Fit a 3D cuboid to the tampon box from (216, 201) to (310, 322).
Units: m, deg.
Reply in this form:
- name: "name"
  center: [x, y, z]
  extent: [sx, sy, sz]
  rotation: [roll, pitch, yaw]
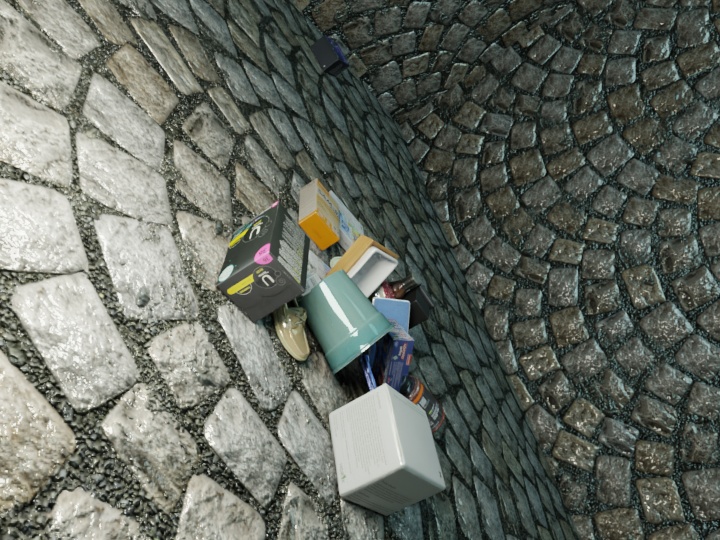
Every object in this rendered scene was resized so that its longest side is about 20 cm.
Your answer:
- name: "tampon box"
  center: [-0.206, -0.021, 1.254]
  extent: [0.127, 0.148, 0.202]
  rotation: [49, 22, -29]

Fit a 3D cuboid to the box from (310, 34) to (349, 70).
- name: "box"
  center: [-0.158, -1.123, 3.006]
  extent: [0.150, 0.103, 0.200]
  rotation: [60, 19, -1]

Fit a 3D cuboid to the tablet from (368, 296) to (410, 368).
- name: "tablet"
  center: [0.083, 0.185, 1.672]
  extent: [0.127, 0.014, 0.205]
  rotation: [7, 84, -26]

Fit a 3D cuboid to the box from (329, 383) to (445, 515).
- name: "box"
  center: [0.058, 0.405, 1.288]
  extent: [0.199, 0.169, 0.203]
  rotation: [42, 26, -42]

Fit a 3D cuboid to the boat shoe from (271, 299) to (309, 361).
- name: "boat shoe"
  center: [-0.159, 0.108, 1.319]
  extent: [0.072, 0.064, 0.203]
  rotation: [10, 53, -65]

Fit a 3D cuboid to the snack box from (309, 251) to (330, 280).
- name: "snack box"
  center: [-0.094, 0.023, 1.665]
  extent: [0.200, 0.024, 0.073]
  rotation: [44, 26, -41]

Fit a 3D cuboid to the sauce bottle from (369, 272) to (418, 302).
- name: "sauce bottle"
  center: [0.093, 0.075, 1.804]
  extent: [0.066, 0.198, 0.067]
  rotation: [50, 19, -25]

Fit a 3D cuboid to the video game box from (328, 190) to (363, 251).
- name: "video game box"
  center: [-0.055, -0.150, 1.981]
  extent: [0.200, 0.046, 0.184]
  rotation: [47, 21, -35]

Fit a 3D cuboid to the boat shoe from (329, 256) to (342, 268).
- name: "boat shoe"
  center: [-0.025, 0.015, 1.787]
  extent: [0.196, 0.066, 0.076]
  rotation: [16, 66, -33]

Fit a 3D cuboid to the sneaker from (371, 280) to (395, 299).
- name: "sneaker"
  center: [0.049, 0.055, 1.737]
  extent: [0.080, 0.074, 0.204]
  rotation: [-10, 76, -66]

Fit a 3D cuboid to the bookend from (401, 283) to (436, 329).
- name: "bookend"
  center: [0.130, 0.165, 1.772]
  extent: [0.093, 0.198, 0.200]
  rotation: [52, 20, -16]

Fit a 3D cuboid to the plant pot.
- name: "plant pot"
  center: [-0.047, 0.120, 1.429]
  extent: [0.198, 0.199, 0.200]
  rotation: [53, 19, 5]

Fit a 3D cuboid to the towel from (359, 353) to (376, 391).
- name: "towel"
  center: [0.034, 0.303, 1.479]
  extent: [0.201, 0.023, 0.148]
  rotation: [78, -5, -69]

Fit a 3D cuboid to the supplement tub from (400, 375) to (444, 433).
- name: "supplement tub"
  center: [0.157, 0.382, 1.675]
  extent: [0.201, 0.106, 0.108]
  rotation: [51, 21, -25]

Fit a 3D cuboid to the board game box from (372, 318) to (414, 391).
- name: "board game box"
  center: [0.080, 0.226, 1.561]
  extent: [0.201, 0.060, 0.204]
  rotation: [-109, -154, -64]

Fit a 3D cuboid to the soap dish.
- name: "soap dish"
  center: [0.000, 0.000, 1.630]
  extent: [0.082, 0.201, 0.156]
  rotation: [50, 14, 34]

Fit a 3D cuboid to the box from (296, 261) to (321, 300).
- name: "box"
  center: [-0.186, -0.028, 1.485]
  extent: [0.203, 0.041, 0.156]
  rotation: [61, 19, -3]

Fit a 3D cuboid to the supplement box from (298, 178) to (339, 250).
- name: "supplement box"
  center: [-0.128, -0.178, 1.792]
  extent: [0.126, 0.073, 0.202]
  rotation: [48, 22, -33]
